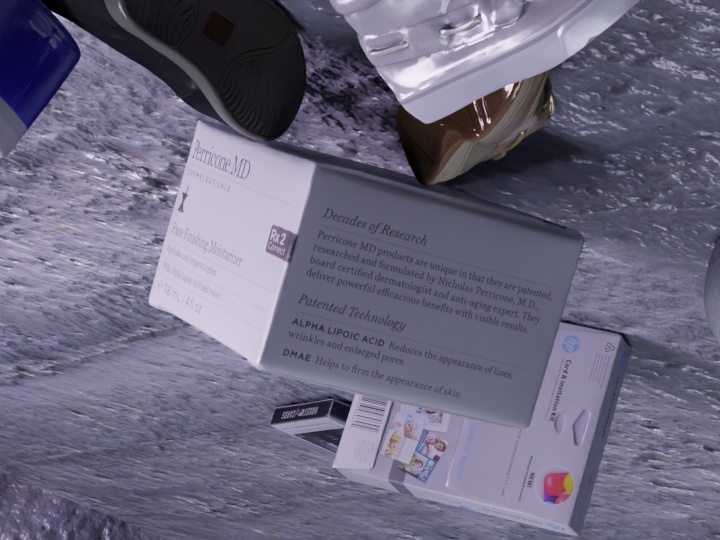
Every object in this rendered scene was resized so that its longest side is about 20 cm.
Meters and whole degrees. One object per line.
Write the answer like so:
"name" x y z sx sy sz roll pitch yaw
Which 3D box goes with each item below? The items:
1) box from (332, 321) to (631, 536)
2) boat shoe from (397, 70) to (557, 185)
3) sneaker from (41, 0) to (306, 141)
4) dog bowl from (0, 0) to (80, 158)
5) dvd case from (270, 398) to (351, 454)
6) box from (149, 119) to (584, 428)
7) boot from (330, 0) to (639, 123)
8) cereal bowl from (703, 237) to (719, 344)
"box" 0.095 0.107 1.869 0.200 0.156 0.041 11 165 24
"boat shoe" 0.076 -0.103 1.365 0.065 0.072 0.200 -15 167 -17
"sneaker" -0.116 -0.149 1.428 0.106 0.075 0.200 20 166 38
"dog bowl" -0.264 -0.158 1.409 0.200 0.079 0.200 37 172 6
"dvd case" 0.024 0.180 2.437 0.200 0.025 0.150 25 163 -20
"box" 0.000 0.000 1.523 0.200 0.131 0.199 14 -176 -27
"boot" 0.064 -0.148 1.204 0.096 0.074 0.200 48 137 -15
"cereal bowl" 0.314 0.046 1.550 0.200 0.084 0.200 16 165 5
